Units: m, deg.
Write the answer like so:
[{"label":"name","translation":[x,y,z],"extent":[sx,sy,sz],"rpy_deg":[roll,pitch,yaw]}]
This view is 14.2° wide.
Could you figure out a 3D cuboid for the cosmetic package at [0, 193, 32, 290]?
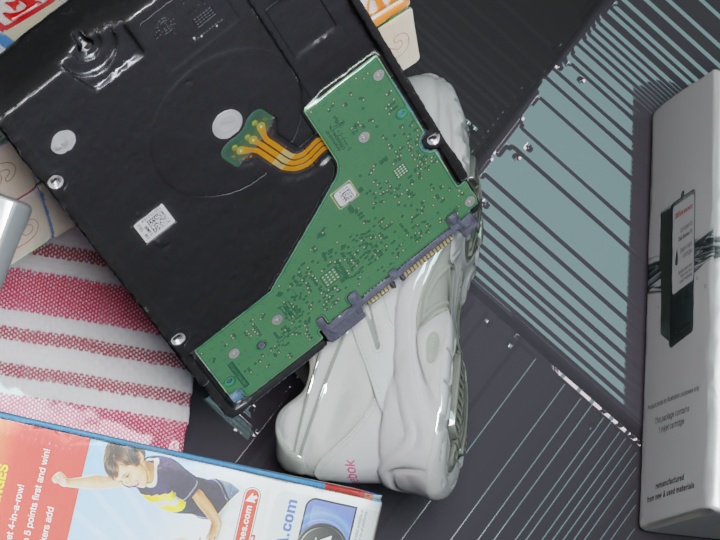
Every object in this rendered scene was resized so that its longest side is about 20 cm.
[{"label":"cosmetic package","translation":[-0.243,0.011,1.083],"extent":[0.199,0.052,0.151],"rpy_deg":[20,90,2]}]

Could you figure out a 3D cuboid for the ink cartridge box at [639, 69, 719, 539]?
[{"label":"ink cartridge box","translation":[0.207,0.020,1.298],"extent":[0.146,0.083,0.201],"rpy_deg":[8,77,-17]}]

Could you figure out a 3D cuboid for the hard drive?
[{"label":"hard drive","translation":[-0.046,-0.047,1.122],"extent":[0.140,0.038,0.200],"rpy_deg":[-38,135,-3]}]

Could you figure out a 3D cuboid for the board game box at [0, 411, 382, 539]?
[{"label":"board game box","translation":[-0.110,0.164,1.151],"extent":[0.195,0.056,0.201],"rpy_deg":[14,87,-15]}]

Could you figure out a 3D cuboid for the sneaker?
[{"label":"sneaker","translation":[0.000,0.000,1.234],"extent":[0.099,0.078,0.201],"rpy_deg":[1,58,8]}]

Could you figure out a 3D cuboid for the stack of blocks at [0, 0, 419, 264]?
[{"label":"stack of blocks","translation":[-0.090,-0.083,1.177],"extent":[0.200,0.059,0.115],"rpy_deg":[-34,48,-21]}]

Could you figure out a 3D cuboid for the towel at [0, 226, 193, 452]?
[{"label":"towel","translation":[-0.142,0.036,1.208],"extent":[0.146,0.030,0.201],"rpy_deg":[11,73,-16]}]
